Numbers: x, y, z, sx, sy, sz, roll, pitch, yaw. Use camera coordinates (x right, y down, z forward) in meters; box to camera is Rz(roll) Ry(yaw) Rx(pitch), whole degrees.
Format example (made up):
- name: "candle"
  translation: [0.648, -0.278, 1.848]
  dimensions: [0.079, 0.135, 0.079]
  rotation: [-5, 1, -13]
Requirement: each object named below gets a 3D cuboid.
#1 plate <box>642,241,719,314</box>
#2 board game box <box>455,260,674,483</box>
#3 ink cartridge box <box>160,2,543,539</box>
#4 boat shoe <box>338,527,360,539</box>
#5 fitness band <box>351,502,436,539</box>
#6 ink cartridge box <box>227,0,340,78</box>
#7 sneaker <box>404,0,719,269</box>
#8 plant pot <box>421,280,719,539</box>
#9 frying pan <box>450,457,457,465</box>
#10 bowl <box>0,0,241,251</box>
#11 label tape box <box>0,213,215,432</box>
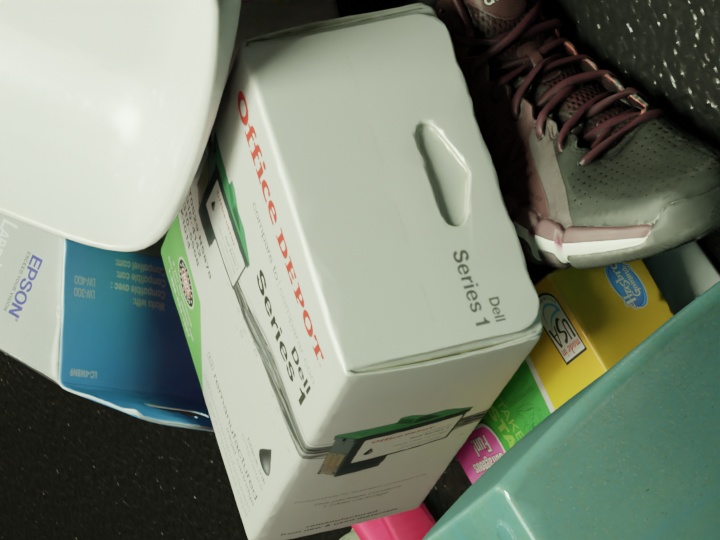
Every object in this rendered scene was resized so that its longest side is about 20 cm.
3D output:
- name: "plate"
  translation: [0.136, 0.098, 1.209]
  dimensions: [0.200, 0.032, 0.200]
  rotation: [56, 153, 13]
- name: "board game box"
  translation: [0.112, 0.102, 1.172]
  dimensions: [0.200, 0.040, 0.153]
  rotation: [59, 154, 8]
- name: "ink cartridge box"
  translation: [-0.009, 0.005, 1.177]
  dimensions: [0.200, 0.084, 0.146]
  rotation: [117, 138, -63]
- name: "boat shoe"
  translation: [-0.001, 0.209, 1.521]
  dimensions: [0.074, 0.066, 0.200]
  rotation: [38, 145, 40]
- name: "fitness band"
  translation: [-0.008, 0.070, 1.397]
  dimensions: [0.200, 0.037, 0.144]
  rotation: [56, 170, 32]
- name: "ink cartridge box"
  translation: [-0.062, -0.153, 1.257]
  dimensions: [0.116, 0.067, 0.200]
  rotation: [-127, 20, -62]
- name: "sneaker"
  translation: [0.067, -0.071, 1.132]
  dimensions: [0.200, 0.076, 0.116]
  rotation: [14, 124, 57]
- name: "plant pot"
  translation: [0.131, 0.077, 1.010]
  dimensions: [0.141, 0.200, 0.141]
  rotation: [59, 154, 8]
- name: "frying pan"
  translation: [0.002, 0.013, 1.371]
  dimensions: [0.190, 0.031, 0.115]
  rotation: [48, 154, 39]
- name: "bowl"
  translation: [-0.138, -0.114, 1.132]
  dimensions: [0.200, 0.075, 0.200]
  rotation: [24, 141, 3]
- name: "label tape box"
  translation: [-0.127, 0.005, 1.318]
  dimensions: [0.200, 0.143, 0.066]
  rotation: [26, 97, 29]
